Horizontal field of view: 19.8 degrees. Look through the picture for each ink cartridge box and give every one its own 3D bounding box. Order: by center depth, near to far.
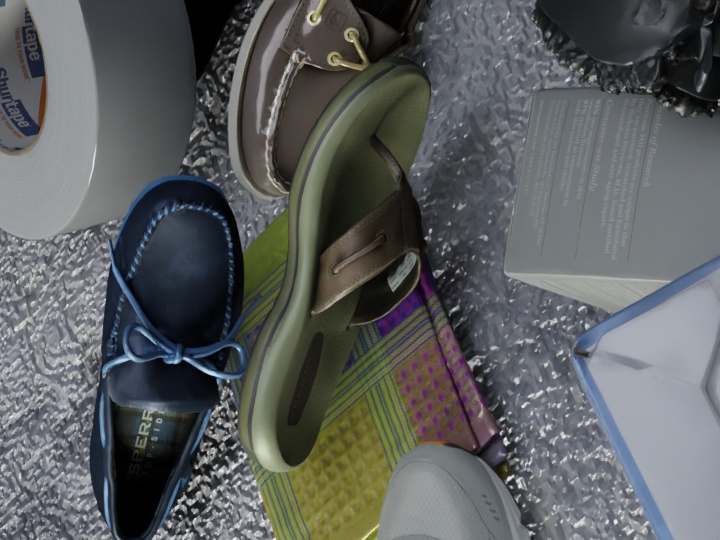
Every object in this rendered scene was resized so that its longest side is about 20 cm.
[{"bbox_3d":[0.150,0.086,0.728,0.076,0.200,0.137,-28,71,11],"label":"ink cartridge box"}]

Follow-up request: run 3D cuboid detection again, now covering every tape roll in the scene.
[{"bbox_3d":[-0.173,-0.122,1.140,0.200,0.066,0.201,26,124,46],"label":"tape roll"}]

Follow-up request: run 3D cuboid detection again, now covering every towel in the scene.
[{"bbox_3d":[-0.007,0.051,1.009,0.144,0.023,0.201,-43,50,28],"label":"towel"}]

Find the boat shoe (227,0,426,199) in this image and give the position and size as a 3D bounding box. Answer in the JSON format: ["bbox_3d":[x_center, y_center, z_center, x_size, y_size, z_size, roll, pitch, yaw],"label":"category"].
[{"bbox_3d":[-0.004,-0.127,1.025,0.059,0.072,0.201,18,82,47],"label":"boat shoe"}]

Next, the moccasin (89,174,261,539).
[{"bbox_3d":[-0.092,0.052,1.031,0.068,0.080,0.201,-104,19,-58],"label":"moccasin"}]

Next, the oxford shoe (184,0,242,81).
[{"bbox_3d":[-0.080,-0.189,1.111,0.084,0.072,0.201,45,132,37],"label":"oxford shoe"}]

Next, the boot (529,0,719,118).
[{"bbox_3d":[0.110,-0.160,0.777,0.198,0.073,0.163,48,122,49],"label":"boot"}]

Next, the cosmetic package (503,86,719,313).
[{"bbox_3d":[0.165,-0.021,0.797,0.199,0.107,0.091,0,77,44],"label":"cosmetic package"}]

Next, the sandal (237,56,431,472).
[{"bbox_3d":[0.000,0.001,0.958,0.057,0.080,0.202,19,98,30],"label":"sandal"}]

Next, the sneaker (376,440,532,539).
[{"bbox_3d":[0.023,0.170,0.882,0.075,0.092,0.201,-5,75,31],"label":"sneaker"}]
